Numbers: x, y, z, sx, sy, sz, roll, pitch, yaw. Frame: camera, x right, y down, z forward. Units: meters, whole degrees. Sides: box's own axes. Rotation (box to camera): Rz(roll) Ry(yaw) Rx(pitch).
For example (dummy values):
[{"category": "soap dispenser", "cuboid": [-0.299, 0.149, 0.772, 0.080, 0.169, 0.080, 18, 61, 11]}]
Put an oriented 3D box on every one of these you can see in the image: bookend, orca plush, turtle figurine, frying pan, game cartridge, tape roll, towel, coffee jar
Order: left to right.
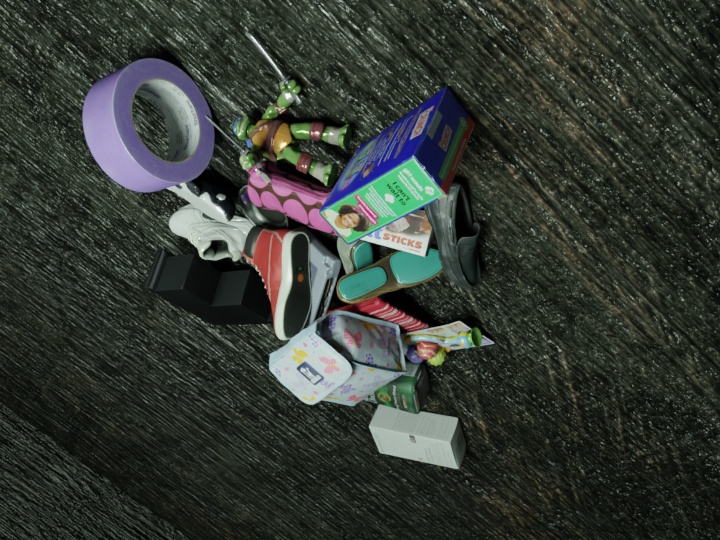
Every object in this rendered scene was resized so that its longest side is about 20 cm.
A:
[{"category": "tape roll", "cuboid": [-0.341, -0.234, 1.094, 0.084, 0.201, 0.201, -9, 126, 36]}, {"category": "orca plush", "cuboid": [-0.295, -0.155, 1.254, 0.199, 0.071, 0.106, 20, 152, 41]}, {"category": "bookend", "cuboid": [-0.287, 0.030, 1.349, 0.197, 0.093, 0.200, -5, 151, 37]}, {"category": "frying pan", "cuboid": [-0.203, -0.114, 1.258, 0.189, 0.031, 0.116, 6, 132, 41]}, {"category": "turtle figurine", "cuboid": [-0.121, -0.215, 1.024, 0.192, 0.145, 0.201, 20, 142, 9]}, {"category": "game cartridge", "cuboid": [-0.108, 0.025, 1.267, 0.133, 0.041, 0.201, 40, 128, 30]}, {"category": "coffee jar", "cuboid": [0.040, 0.231, 1.408, 0.198, 0.086, 0.105, 8, 134, 26]}, {"category": "towel", "cuboid": [0.049, 0.104, 1.271, 0.199, 0.023, 0.144, 28, 146, -37]}]

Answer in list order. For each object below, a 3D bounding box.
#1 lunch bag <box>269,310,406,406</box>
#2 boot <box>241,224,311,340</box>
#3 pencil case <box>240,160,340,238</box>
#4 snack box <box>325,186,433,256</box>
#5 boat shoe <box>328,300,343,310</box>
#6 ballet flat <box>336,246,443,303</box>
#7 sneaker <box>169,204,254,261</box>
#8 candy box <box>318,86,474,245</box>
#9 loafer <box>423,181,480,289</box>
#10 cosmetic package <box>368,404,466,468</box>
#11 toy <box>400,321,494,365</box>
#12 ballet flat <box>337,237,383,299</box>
[{"category": "lunch bag", "cuboid": [-0.046, 0.161, 1.207, 0.199, 0.128, 0.169, 19, 139, -34]}, {"category": "boot", "cuboid": [-0.163, 0.020, 1.237, 0.143, 0.072, 0.202, 9, 100, 38]}, {"category": "pencil case", "cuboid": [-0.095, -0.119, 1.101, 0.199, 0.091, 0.094, 20, 152, 26]}, {"category": "snack box", "cuboid": [0.026, -0.083, 1.124, 0.198, 0.024, 0.073, 16, 97, 17]}, {"category": "boat shoe", "cuboid": [-0.057, 0.100, 1.352, 0.074, 0.066, 0.201, -29, 103, 43]}, {"category": "ballet flat", "cuboid": [0.054, 0.010, 1.172, 0.072, 0.198, 0.068, 62, -175, -81]}, {"category": "sneaker", "cuboid": [-0.303, -0.069, 1.310, 0.198, 0.100, 0.078, 11, 136, 22]}, {"category": "candy box", "cuboid": [0.053, -0.147, 0.963, 0.077, 0.170, 0.199, 43, 138, -19]}, {"category": "loafer", "cuboid": [0.158, -0.053, 1.068, 0.070, 0.068, 0.202, 5, 130, 40]}, {"category": "cosmetic package", "cuboid": [0.128, 0.371, 1.502, 0.198, 0.074, 0.102, 2, 131, 29]}, {"category": "toy", "cuboid": [0.138, 0.149, 1.266, 0.199, 0.048, 0.115, -21, 142, 39]}, {"category": "ballet flat", "cuboid": [0.000, 0.000, 1.232, 0.064, 0.067, 0.201, 39, 154, 38]}]
